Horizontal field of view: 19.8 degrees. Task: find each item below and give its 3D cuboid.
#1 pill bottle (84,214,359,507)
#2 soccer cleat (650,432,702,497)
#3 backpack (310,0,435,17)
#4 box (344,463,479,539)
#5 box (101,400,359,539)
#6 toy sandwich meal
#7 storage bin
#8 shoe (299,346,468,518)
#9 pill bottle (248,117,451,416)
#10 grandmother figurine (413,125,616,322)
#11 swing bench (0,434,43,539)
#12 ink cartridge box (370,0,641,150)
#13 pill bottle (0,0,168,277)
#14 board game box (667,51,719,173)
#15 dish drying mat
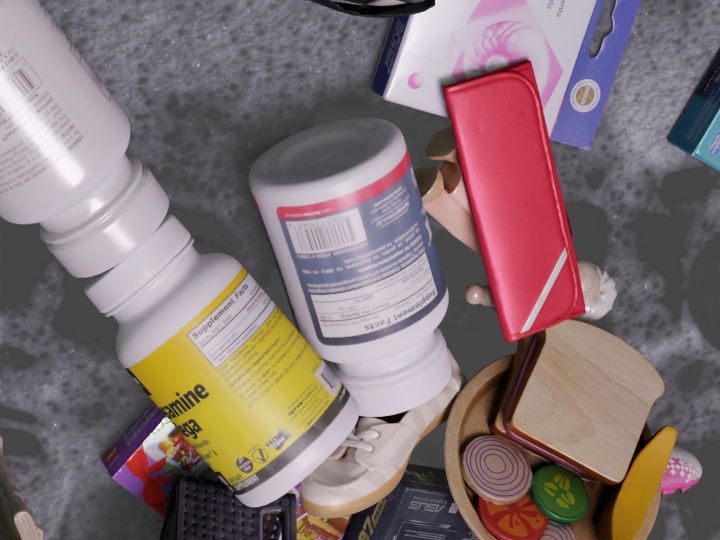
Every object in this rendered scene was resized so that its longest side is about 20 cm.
[{"bbox_3d":[-0.103,0.062,1.479,0.112,0.112,0.200,-41,98,-3],"label":"pill bottle"},{"bbox_3d":[0.198,0.135,1.679,0.199,0.070,0.087,7,95,-26],"label":"soccer cleat"},{"bbox_3d":[-0.024,-0.249,1.418,0.199,0.167,0.127,16,97,-31],"label":"backpack"},{"bbox_3d":[0.075,0.241,1.657,0.199,0.051,0.159,11,109,-33],"label":"box"},{"bbox_3d":[-0.083,0.157,1.598,0.137,0.039,0.200,-48,117,0],"label":"box"},{"bbox_3d":[0.160,0.138,1.586,0.204,0.070,0.207,8,66,-17],"label":"toy sandwich meal"},{"bbox_3d":[-0.113,0.268,1.537,0.093,0.136,0.201,11,125,-10],"label":"storage bin"},{"bbox_3d":[0.015,0.119,1.572,0.200,0.070,0.054,-40,126,-44],"label":"shoe"},{"bbox_3d":[0.000,0.000,1.530,0.119,0.120,0.201,-23,115,-12],"label":"pill bottle"},{"bbox_3d":[0.122,-0.022,1.601,0.200,0.061,0.122,36,88,-26],"label":"grandmother figurine"},{"bbox_3d":[-0.327,0.203,1.434,0.199,0.199,0.131,-13,113,-15],"label":"swing bench"},{"bbox_3d":[0.128,-0.200,1.552,0.199,0.043,0.198,13,103,-22],"label":"ink cartridge box"},{"bbox_3d":[-0.224,-0.097,1.415,0.114,0.114,0.200,-39,116,-4],"label":"pill bottle"},{"bbox_3d":[0.367,-0.120,1.664,0.199,0.047,0.152,28,97,-26],"label":"board game box"},{"bbox_3d":[0.119,-0.051,1.549,0.076,0.018,0.201,-19,105,-18],"label":"dish drying mat"}]
